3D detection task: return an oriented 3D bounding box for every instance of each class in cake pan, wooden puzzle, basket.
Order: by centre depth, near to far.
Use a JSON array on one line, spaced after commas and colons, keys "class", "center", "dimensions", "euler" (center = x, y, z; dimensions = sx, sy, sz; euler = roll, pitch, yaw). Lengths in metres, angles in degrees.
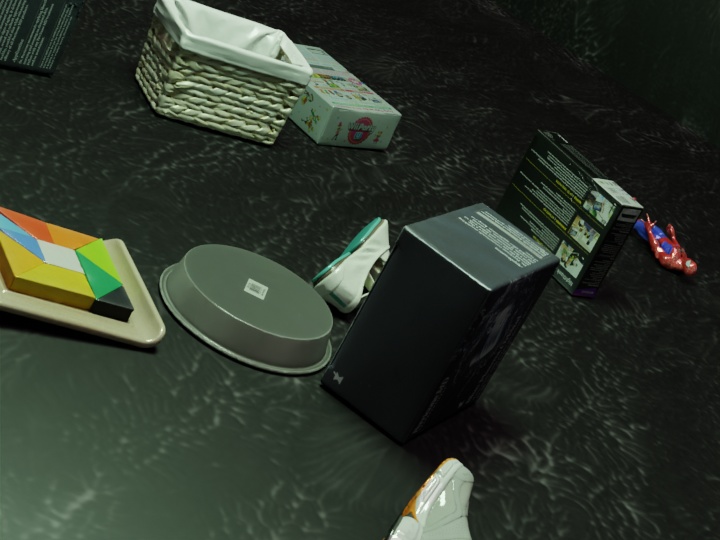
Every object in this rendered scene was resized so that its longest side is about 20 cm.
[{"class": "wooden puzzle", "center": [-0.300, -0.003, 1.635], "dimensions": [0.199, 0.037, 0.185], "euler": [13, 27, -33]}, {"class": "cake pan", "center": [-0.114, 0.035, 1.767], "dimensions": [0.199, 0.037, 0.201], "euler": [23, 23, -10]}, {"class": "basket", "center": [-0.187, -0.264, 2.218], "dimensions": [0.199, 0.124, 0.136], "euler": [14, 25, -31]}]

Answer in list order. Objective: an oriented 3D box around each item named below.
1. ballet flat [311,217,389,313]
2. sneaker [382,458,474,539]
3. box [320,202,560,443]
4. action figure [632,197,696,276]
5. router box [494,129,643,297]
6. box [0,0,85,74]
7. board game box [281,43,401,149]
[{"class": "ballet flat", "center": [0.000, 0.000, 1.957], "dimensions": [0.069, 0.070, 0.200], "euler": [30, 26, 6]}, {"class": "sneaker", "center": [0.072, 0.245, 1.498], "dimensions": [0.092, 0.076, 0.200], "euler": [38, 31, 4]}, {"class": "box", "center": [0.086, 0.051, 1.753], "dimensions": [0.117, 0.197, 0.200], "euler": [36, 24, 18]}, {"class": "action figure", "center": [0.462, -0.053, 2.616], "dimensions": [0.065, 0.052, 0.200], "euler": [14, 28, -40]}, {"class": "router box", "center": [0.285, -0.081, 2.332], "dimensions": [0.051, 0.150, 0.200], "euler": [6, 31, -41]}, {"class": "box", "center": [-0.480, -0.355, 2.076], "dimensions": [0.196, 0.124, 0.200], "euler": [8, 30, -43]}, {"class": "board game box", "center": [-0.059, -0.257, 2.431], "dimensions": [0.147, 0.065, 0.200], "euler": [1, 33, -46]}]
